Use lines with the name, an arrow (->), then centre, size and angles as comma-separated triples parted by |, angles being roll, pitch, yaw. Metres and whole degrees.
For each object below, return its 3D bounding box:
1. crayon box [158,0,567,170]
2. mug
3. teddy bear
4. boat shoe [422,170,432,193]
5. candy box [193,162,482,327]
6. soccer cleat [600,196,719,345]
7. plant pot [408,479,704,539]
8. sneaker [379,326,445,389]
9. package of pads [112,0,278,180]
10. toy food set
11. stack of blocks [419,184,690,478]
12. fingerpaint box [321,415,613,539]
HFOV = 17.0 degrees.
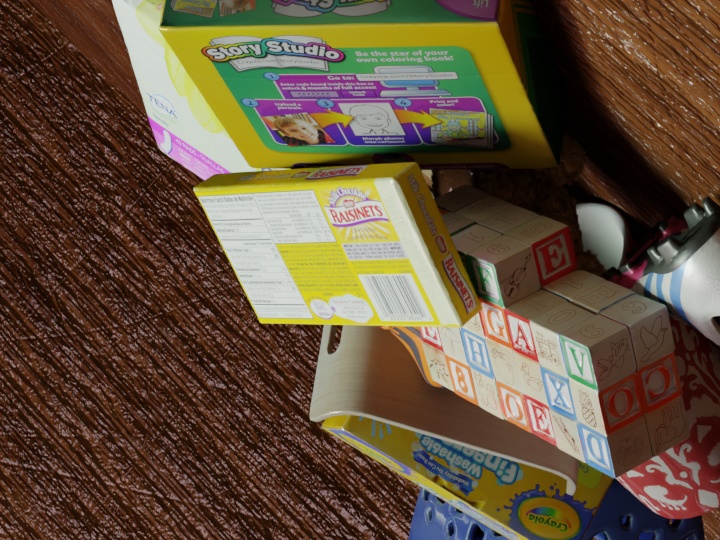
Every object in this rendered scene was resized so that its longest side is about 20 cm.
crayon box -> 0.006, -0.122, 1.398 | 0.199, 0.059, 0.173 | 1, 155, 17
mug -> 0.188, 0.052, 1.645 | 0.133, 0.178, 0.200 | -15, 131, 42
teddy bear -> 0.096, -0.057, 1.525 | 0.200, 0.067, 0.145 | 57, 158, 22
boat shoe -> 0.076, -0.070, 1.714 | 0.072, 0.076, 0.200 | 51, 172, -19
candy box -> -0.017, -0.014, 1.469 | 0.199, 0.026, 0.103 | 0, 120, 51
soccer cleat -> 0.196, 0.013, 1.399 | 0.086, 0.070, 0.200 | 47, 174, -1
plant pot -> 0.170, 0.184, 2.022 | 0.200, 0.199, 0.181 | -141, 52, -59
sneaker -> 0.000, 0.000, 1.598 | 0.078, 0.111, 0.201 | -106, -2, -64
package of pads -> -0.081, -0.120, 1.648 | 0.200, 0.068, 0.155 | 32, 148, 40
toy food set -> 0.069, 0.065, 1.695 | 0.199, 0.144, 0.060 | 17, 152, -15
stack of blocks -> 0.104, 0.032, 1.431 | 0.200, 0.058, 0.116 | 27, 137, 56
fingerpaint box -> 0.099, 0.094, 1.773 | 0.199, 0.167, 0.073 | 30, 171, -11
